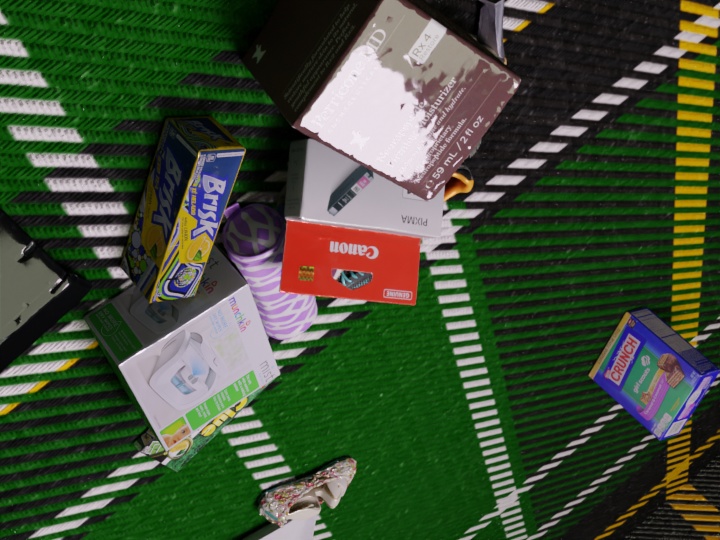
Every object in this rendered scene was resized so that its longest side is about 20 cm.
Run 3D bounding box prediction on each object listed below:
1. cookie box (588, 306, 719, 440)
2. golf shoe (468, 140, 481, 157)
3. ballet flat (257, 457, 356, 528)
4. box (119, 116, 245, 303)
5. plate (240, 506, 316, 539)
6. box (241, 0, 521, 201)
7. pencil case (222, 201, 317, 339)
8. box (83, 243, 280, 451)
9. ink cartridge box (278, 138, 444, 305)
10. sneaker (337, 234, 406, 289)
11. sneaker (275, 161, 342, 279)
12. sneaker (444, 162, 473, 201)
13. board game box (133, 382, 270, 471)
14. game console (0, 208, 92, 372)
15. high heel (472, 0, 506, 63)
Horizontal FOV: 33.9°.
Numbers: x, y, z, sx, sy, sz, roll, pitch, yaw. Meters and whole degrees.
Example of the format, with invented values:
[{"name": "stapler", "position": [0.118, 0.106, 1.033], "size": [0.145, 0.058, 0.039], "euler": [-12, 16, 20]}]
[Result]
[{"name": "cookie box", "position": [0.570, 0.200, 2.306], "size": [0.075, 0.200, 0.171], "euler": [-6, 131, -43]}, {"name": "golf shoe", "position": [0.081, -0.177, 1.461], "size": [0.200, 0.077, 0.088], "euler": [-15, 130, -39]}, {"name": "ballet flat", "position": [-0.074, 0.362, 1.894], "size": [0.200, 0.064, 0.076], "euler": [-18, 138, -36]}, {"name": "box", "position": [-0.194, -0.065, 1.277], "size": [0.064, 0.070, 0.200], "euler": [-10, 134, -43]}, {"name": "plate", "position": [-0.167, 0.483, 1.954], "size": [0.200, 0.032, 0.200], "euler": [-24, 143, -30]}, {"name": "box", "position": [0.020, -0.207, 1.224], "size": [0.200, 0.164, 0.166], "euler": [25, 109, -38]}, {"name": "pencil case", "position": [-0.109, 0.003, 1.436], "size": [0.084, 0.086, 0.200], "euler": [-30, 146, -11]}, {"name": "box", "position": [-0.208, 0.090, 1.414], "size": [0.176, 0.097, 0.200], "euler": [-32, 144, -15]}, {"name": "ink cartridge box", "position": [0.005, -0.052, 1.370], "size": [0.200, 0.044, 0.174], "euler": [6, 87, -34]}, {"name": "sneaker", "position": [0.000, 0.000, 1.510], "size": [0.091, 0.078, 0.200], "euler": [-12, 168, -17]}, {"name": "sneaker", "position": [-0.065, -0.061, 1.430], "size": [0.090, 0.075, 0.200], "euler": [-20, 131, -35]}, {"name": "sneaker", "position": [0.057, -0.093, 1.522], "size": [0.200, 0.077, 0.078], "euler": [-36, 149, -10]}, {"name": "board game box", "position": [-0.204, 0.183, 1.589], "size": [0.200, 0.023, 0.105], "euler": [-44, 150, -1]}, {"name": "game console", "position": [-0.398, 0.041, 1.217], "size": [0.200, 0.116, 0.176], "euler": [-43, 118, -4]}, {"name": "high heel", "position": [0.105, -0.235, 1.420], "size": [0.200, 0.071, 0.143], "euler": [-35, 144, -27]}]
